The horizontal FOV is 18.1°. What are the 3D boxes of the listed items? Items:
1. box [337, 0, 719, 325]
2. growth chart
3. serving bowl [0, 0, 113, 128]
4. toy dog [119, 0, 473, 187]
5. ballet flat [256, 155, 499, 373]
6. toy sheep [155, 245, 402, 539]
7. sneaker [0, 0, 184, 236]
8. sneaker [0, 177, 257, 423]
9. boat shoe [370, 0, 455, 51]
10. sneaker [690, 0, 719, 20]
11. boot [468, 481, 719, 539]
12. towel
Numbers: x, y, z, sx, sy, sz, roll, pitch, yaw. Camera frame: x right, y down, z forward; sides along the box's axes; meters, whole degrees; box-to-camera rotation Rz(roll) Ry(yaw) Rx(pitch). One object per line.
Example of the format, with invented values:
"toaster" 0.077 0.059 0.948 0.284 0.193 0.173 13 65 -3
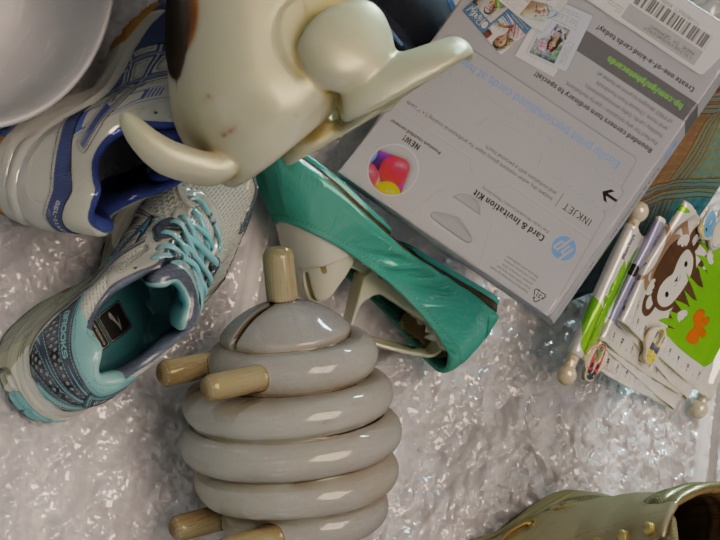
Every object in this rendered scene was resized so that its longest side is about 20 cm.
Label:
"box" 0.107 -0.094 1.332 0.155 0.041 0.201 34 86 13
"growth chart" 0.207 0.023 1.495 0.199 0.018 0.146 19 92 -51
"serving bowl" -0.229 -0.168 1.186 0.199 0.066 0.202 8 78 -39
"toy dog" -0.068 -0.155 1.191 0.193 0.139 0.201 -28 90 -16
"ballet flat" 0.000 0.000 1.349 0.200 0.067 0.071 36 76 -27
"toy sheep" -0.041 0.087 1.256 0.137 0.137 0.202 -13 109 -40
"sneaker" -0.111 -0.082 1.242 0.200 0.088 0.076 -46 140 -30
"sneaker" -0.107 0.008 1.242 0.078 0.086 0.200 52 55 -21
"boat shoe" 0.047 -0.085 1.405 0.068 0.084 0.201 -24 81 -32
"sneaker" 0.168 -0.157 1.442 0.079 0.200 0.130 -5 46 -49
"boot" 0.130 0.188 1.361 0.199 0.155 0.073 -28 100 -39
"towel" 0.193 -0.061 1.450 0.146 0.201 0.022 -15 53 -40
